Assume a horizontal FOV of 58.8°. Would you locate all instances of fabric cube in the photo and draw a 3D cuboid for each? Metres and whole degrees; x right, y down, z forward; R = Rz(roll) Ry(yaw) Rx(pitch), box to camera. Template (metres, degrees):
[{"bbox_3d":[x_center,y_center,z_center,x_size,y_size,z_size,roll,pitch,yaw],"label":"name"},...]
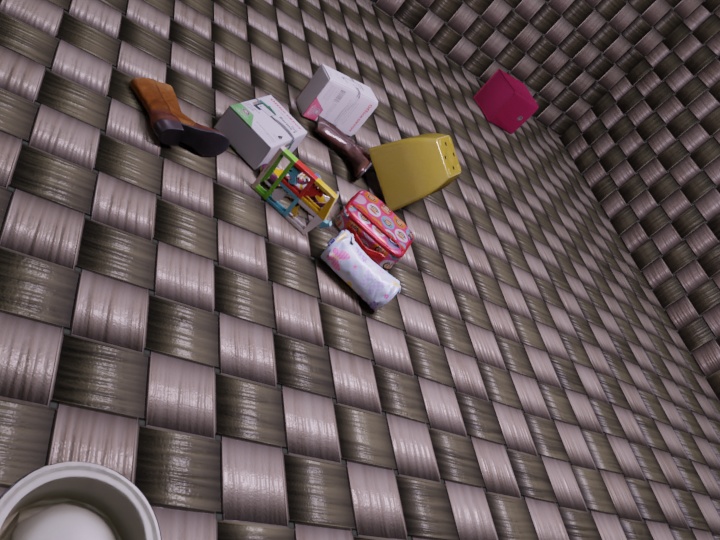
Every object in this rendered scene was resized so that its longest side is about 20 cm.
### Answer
[{"bbox_3d":[0.726,-0.842,3.191,0.199,0.196,0.201,15,43,-40],"label":"fabric cube"}]

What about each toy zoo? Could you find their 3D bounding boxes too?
[{"bbox_3d":[-0.142,-0.172,1.471,0.200,0.131,0.020,42,31,-5],"label":"toy zoo"}]

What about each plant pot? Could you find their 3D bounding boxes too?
[{"bbox_3d":[0.175,-0.305,1.870,0.195,0.199,0.195,-30,103,-57],"label":"plant pot"}]

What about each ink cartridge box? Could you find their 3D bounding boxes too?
[{"bbox_3d":[-0.244,-0.350,1.600,0.146,0.084,0.200,45,32,-1],"label":"ink cartridge box"},{"bbox_3d":[-0.070,-0.508,1.926,0.199,0.147,0.083,13,42,-42],"label":"ink cartridge box"}]

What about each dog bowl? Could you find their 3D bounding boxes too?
[{"bbox_3d":[-0.335,0.327,0.728,0.200,0.074,0.201,30,34,-23],"label":"dog bowl"}]

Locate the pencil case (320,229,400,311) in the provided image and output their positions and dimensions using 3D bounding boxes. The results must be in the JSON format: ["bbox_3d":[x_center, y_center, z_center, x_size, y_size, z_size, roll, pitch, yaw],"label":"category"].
[{"bbox_3d":[0.000,0.000,1.479,0.200,0.091,0.083,45,-9,-3],"label":"pencil case"}]

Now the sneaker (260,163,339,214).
[{"bbox_3d":[-0.146,-0.215,1.553,0.200,0.090,0.075,31,34,-22],"label":"sneaker"}]

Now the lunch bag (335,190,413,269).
[{"bbox_3d":[0.032,-0.101,1.648,0.200,0.082,0.176,41,36,-4],"label":"lunch bag"}]

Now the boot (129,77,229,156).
[{"bbox_3d":[-0.409,-0.349,1.453,0.188,0.069,0.200,-3,48,-41],"label":"boot"}]

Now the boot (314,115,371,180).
[{"bbox_3d":[-0.060,-0.358,1.843,0.200,0.064,0.187,40,19,-15],"label":"boot"}]
